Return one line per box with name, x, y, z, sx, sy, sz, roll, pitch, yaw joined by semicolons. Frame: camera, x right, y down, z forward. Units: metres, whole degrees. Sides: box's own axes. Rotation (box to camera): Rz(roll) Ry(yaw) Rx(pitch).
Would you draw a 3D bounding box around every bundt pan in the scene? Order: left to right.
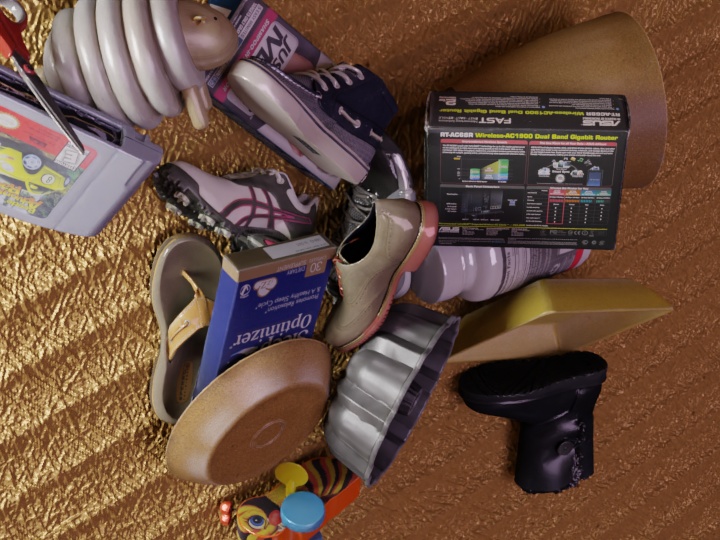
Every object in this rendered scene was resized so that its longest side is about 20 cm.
bundt pan;0.026;0.119;1.450;0.203;0.075;0.202;-57;168;-20

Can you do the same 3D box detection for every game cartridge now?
game cartridge;-0.282;-0.100;1.160;0.198;0.133;0.041;24;49;-26

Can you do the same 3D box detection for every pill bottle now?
pill bottle;0.146;-0.031;1.502;0.198;0.110;0.112;-17;117;-29

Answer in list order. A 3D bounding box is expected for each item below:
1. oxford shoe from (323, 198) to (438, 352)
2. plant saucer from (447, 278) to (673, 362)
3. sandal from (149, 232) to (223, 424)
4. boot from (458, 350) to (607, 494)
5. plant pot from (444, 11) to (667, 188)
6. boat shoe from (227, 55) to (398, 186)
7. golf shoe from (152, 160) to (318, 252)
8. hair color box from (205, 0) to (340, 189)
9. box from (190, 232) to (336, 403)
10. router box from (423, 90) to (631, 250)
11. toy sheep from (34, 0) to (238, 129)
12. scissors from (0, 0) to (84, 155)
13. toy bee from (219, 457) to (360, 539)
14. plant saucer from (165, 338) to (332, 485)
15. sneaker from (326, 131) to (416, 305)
oxford shoe;0.000;0.000;1.353;0.074;0.071;0.201;12;129;-25
plant saucer;0.214;0.052;1.560;0.198;0.199;0.049;-1;72;-36
sandal;-0.163;0.062;1.350;0.080;0.054;0.203;-4;110;-33
boot;0.201;0.192;1.646;0.198;0.076;0.170;-8;117;-25
plant pot;0.192;-0.165;1.459;0.197;0.187;0.189;-10;114;-13
boat shoe;-0.040;-0.163;1.266;0.093;0.074;0.200;-60;144;-7
golf shoe;-0.118;-0.069;1.330;0.200;0.077;0.089;34;79;-48
hair color box;-0.077;-0.173;1.321;0.199;0.060;0.101;35;86;-39
box;-0.097;0.063;1.352;0.120;0.032;0.202;-15;135;-40
router box;0.161;-0.098;1.373;0.197;0.063;0.151;2;133;4
toy sheep;-0.200;-0.178;1.186;0.198;0.138;0.139;-15;120;3
scissors;-0.277;-0.168;1.108;0.014;0.201;0.073;-43;144;22
toy bee;-0.088;0.255;1.457;0.200;0.108;0.132;-28;139;-60
plant saucer;-0.100;0.152;1.384;0.199;0.035;0.201;-30;150;-20
sneaker;-0.007;-0.038;1.404;0.114;0.075;0.202;-21;129;-22
